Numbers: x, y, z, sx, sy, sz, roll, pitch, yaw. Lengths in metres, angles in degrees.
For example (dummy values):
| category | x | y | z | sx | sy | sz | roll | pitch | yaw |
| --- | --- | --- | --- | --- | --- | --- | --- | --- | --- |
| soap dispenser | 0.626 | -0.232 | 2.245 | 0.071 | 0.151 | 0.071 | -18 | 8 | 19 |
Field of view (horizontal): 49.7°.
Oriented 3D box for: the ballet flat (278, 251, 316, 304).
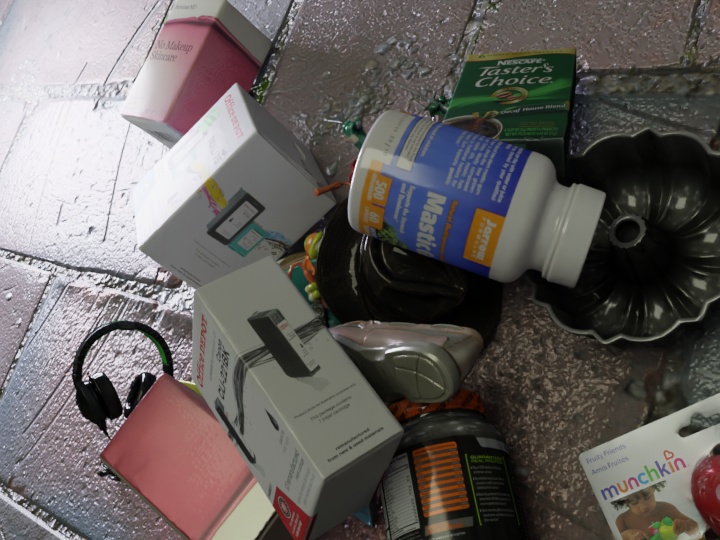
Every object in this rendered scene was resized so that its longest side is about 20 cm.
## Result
| category | x | y | z | sx | sy | sz | roll | pitch | yaw |
| --- | --- | --- | --- | --- | --- | --- | --- | --- | --- |
| ballet flat | -0.103 | 0.031 | 0.944 | 0.200 | 0.068 | 0.073 | -43 | 30 | 16 |

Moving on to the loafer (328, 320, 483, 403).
| category | x | y | z | sx | sy | sz | roll | pitch | yaw |
| --- | --- | --- | --- | --- | --- | --- | --- | --- | --- |
| loafer | 0.027 | 0.078 | 0.703 | 0.063 | 0.073 | 0.199 | -34 | 20 | -34 |

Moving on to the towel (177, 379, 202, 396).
| category | x | y | z | sx | sy | sz | roll | pitch | yaw |
| --- | --- | --- | --- | --- | --- | --- | --- | --- | --- |
| towel | -0.141 | 0.177 | 0.894 | 0.198 | 0.018 | 0.087 | 4 | 104 | 38 |

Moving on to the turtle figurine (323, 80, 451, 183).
| category | x | y | z | sx | sy | sz | roll | pitch | yaw |
| --- | --- | --- | --- | --- | --- | --- | --- | --- | --- |
| turtle figurine | 0.061 | -0.142 | 0.878 | 0.199 | 0.102 | 0.149 | 24 | 44 | 39 |

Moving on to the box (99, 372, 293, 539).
| category | x | y | z | sx | sy | sz | roll | pitch | yaw |
| --- | --- | --- | --- | --- | --- | --- | --- | --- | --- |
| box | -0.143 | 0.215 | 0.792 | 0.199 | 0.128 | 0.109 | 30 | 76 | 27 |

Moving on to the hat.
| category | x | y | z | sx | sy | sz | roll | pitch | yaw |
| --- | --- | --- | --- | --- | --- | --- | --- | --- | --- |
| hat | 0.058 | -0.005 | 0.749 | 0.081 | 0.198 | 0.203 | 132 | 156 | -74 |

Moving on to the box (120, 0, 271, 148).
| category | x | y | z | sx | sy | sz | roll | pitch | yaw |
| --- | --- | --- | --- | --- | --- | --- | --- | --- | --- |
| box | -0.242 | -0.284 | 1.148 | 0.127 | 0.109 | 0.202 | 16 | 79 | 40 |

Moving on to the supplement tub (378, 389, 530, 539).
| category | x | y | z | sx | sy | sz | roll | pitch | yaw |
| --- | --- | --- | --- | --- | --- | --- | --- | --- | --- |
| supplement tub | 0.080 | 0.214 | 0.671 | 0.122 | 0.122 | 0.202 | -25 | 55 | 24 |

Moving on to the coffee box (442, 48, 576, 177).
| category | x | y | z | sx | sy | sz | roll | pitch | yaw |
| --- | --- | --- | --- | --- | --- | --- | --- | --- | --- |
| coffee box | 0.150 | -0.160 | 0.773 | 0.121 | 0.044 | 0.201 | 2 | 38 | 19 |

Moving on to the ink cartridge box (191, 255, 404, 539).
| category | x | y | z | sx | sy | sz | roll | pitch | yaw |
| --- | --- | --- | --- | --- | --- | --- | --- | --- | --- |
| ink cartridge box | -0.065 | 0.112 | 0.674 | 0.083 | 0.145 | 0.200 | -24 | 60 | -29 |

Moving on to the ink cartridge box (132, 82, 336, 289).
| category | x | y | z | sx | sy | sz | roll | pitch | yaw |
| --- | --- | --- | --- | --- | --- | --- | --- | --- | --- |
| ink cartridge box | -0.160 | -0.093 | 0.965 | 0.200 | 0.146 | 0.147 | -42 | 37 | 11 |

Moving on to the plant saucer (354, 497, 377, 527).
| category | x | y | z | sx | sy | sz | roll | pitch | yaw |
| --- | --- | --- | --- | --- | --- | --- | --- | --- | --- |
| plant saucer | -0.019 | 0.158 | 0.750 | 0.019 | 0.202 | 0.070 | -32 | 38 | -34 |

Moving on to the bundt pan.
| category | x | y | z | sx | sy | sz | roll | pitch | yaw |
| --- | --- | --- | --- | --- | --- | --- | --- | --- | --- |
| bundt pan | 0.248 | -0.020 | 0.690 | 0.200 | 0.076 | 0.204 | -17 | 59 | 30 |

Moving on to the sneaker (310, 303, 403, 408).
| category | x | y | z | sx | sy | sz | roll | pitch | yaw |
| --- | --- | --- | --- | --- | --- | --- | --- | --- | --- |
| sneaker | -0.012 | 0.089 | 0.827 | 0.199 | 0.083 | 0.122 | 8 | 81 | 43 |

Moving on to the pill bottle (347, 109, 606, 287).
| category | x | y | z | sx | sy | sz | roll | pitch | yaw |
| --- | --- | --- | --- | --- | --- | --- | --- | --- | --- |
| pill bottle | 0.098 | -0.056 | 0.660 | 0.198 | 0.112 | 0.113 | 20 | 80 | 14 |

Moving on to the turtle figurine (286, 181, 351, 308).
| category | x | y | z | sx | sy | sz | roll | pitch | yaw |
| --- | --- | --- | --- | --- | --- | --- | --- | --- | --- |
| turtle figurine | 0.000 | 0.000 | 0.824 | 0.160 | 0.065 | 0.201 | 21 | 50 | 7 |

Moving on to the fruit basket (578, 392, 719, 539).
| category | x | y | z | sx | sy | sz | roll | pitch | yaw |
| --- | --- | --- | --- | --- | --- | --- | --- | --- | --- |
| fruit basket | 0.275 | 0.189 | 0.541 | 0.184 | 0.093 | 0.202 | -29 | 73 | 22 |

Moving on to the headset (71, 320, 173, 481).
| category | x | y | z | sx | sy | sz | roll | pitch | yaw |
| --- | --- | --- | --- | --- | --- | --- | --- | --- | --- |
| headset | -0.308 | 0.165 | 0.996 | 0.094 | 0.122 | 0.203 | -7 | 81 | 60 |
